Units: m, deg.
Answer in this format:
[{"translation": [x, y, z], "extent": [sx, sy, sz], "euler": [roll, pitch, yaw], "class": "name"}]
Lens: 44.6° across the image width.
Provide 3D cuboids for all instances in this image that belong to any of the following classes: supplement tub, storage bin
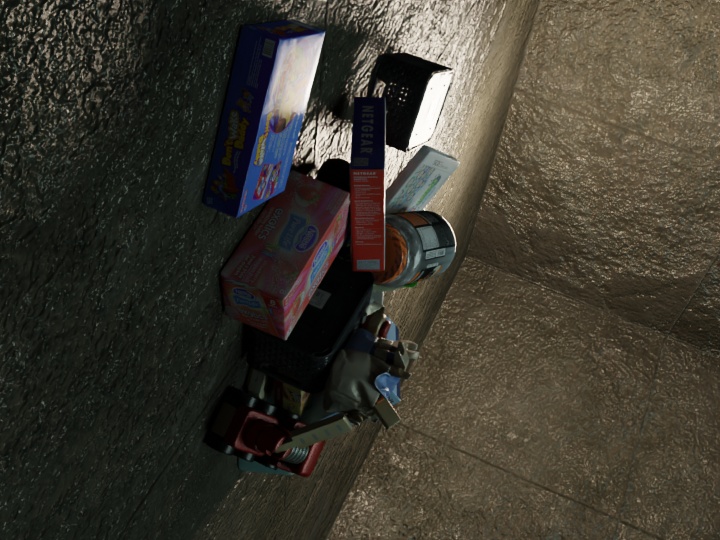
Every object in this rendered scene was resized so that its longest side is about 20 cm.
[{"translation": [0.071, -0.037, 1.476], "extent": [0.200, 0.122, 0.123], "euler": [-11, 124, -60], "class": "supplement tub"}, {"translation": [-0.076, 0.073, 1.358], "extent": [0.094, 0.135, 0.200], "euler": [100, 16, -46], "class": "storage bin"}, {"translation": [0.079, -0.287, 1.488], "extent": [0.200, 0.093, 0.136], "euler": [-38, 148, -67], "class": "storage bin"}]

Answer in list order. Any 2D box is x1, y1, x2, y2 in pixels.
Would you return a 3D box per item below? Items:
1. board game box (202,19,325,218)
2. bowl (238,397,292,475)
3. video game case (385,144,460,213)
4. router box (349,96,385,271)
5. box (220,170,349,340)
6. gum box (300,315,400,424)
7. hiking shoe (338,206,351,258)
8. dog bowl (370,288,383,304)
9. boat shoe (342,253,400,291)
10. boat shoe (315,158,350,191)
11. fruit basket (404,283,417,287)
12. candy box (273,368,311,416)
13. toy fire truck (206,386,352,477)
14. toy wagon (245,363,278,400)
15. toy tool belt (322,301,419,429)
[{"translation": [-0.106, -0.172, 0.983], "extent": [0.134, 0.045, 0.201], "euler": [-44, 154, -64], "class": "board game box"}, {"translation": [-0.131, 0.292, 1.608], "extent": [0.201, 0.105, 0.201], "euler": [22, 90, -80], "class": "bowl"}, {"translation": [0.083, -0.128, 1.550], "extent": [0.200, 0.024, 0.182], "euler": [-51, 163, 14], "class": "video game case"}, {"translation": [0.013, -0.130, 1.299], "extent": [0.200, 0.049, 0.180], "euler": [-88, 177, -51], "class": "router box"}, {"translation": [-0.097, -0.023, 1.182], "extent": [0.103, 0.094, 0.200], "euler": [95, 20, -53], "class": "box"}, {"translation": [-0.025, 0.187, 1.493], "extent": [0.200, 0.045, 0.170], "euler": [-28, -148, 22], "class": "gum box"}, {"translation": [-0.009, -0.070, 1.616], "extent": [0.101, 0.076, 0.200], "euler": [-62, 162, 15], "class": "hiking shoe"}, {"translation": [-0.001, 0.094, 1.660], "extent": [0.200, 0.058, 0.201], "euler": [-170, -90, -83], "class": "dog bowl"}, {"translation": [0.000, 0.000, 1.559], "extent": [0.201, 0.061, 0.072], "euler": [1, 147, -40], "class": "boat shoe"}, {"translation": [-0.058, -0.073, 1.329], "extent": [0.066, 0.074, 0.200], "euler": [78, 35, -62], "class": "boat shoe"}, {"translation": [0.055, -0.032, 1.803], "extent": [0.216, 0.155, 0.216], "euler": [-172, -90, -88], "class": "fruit basket"}, {"translation": [-0.078, 0.133, 1.467], "extent": [0.116, 0.055, 0.200], "euler": [101, 14, -58], "class": "candy box"}, {"translation": [-0.101, 0.253, 1.330], "extent": [0.176, 0.200, 0.129], "euler": [36, 76, -51], "class": "toy fire truck"}, {"translation": [-0.133, 0.146, 1.484], "extent": [0.200, 0.039, 0.156], "euler": [-41, 152, -68], "class": "toy wagon"}, {"translation": [0.032, 0.151, 1.346], "extent": [0.200, 0.123, 0.125], "euler": [-57, 165, -45], "class": "toy tool belt"}]
